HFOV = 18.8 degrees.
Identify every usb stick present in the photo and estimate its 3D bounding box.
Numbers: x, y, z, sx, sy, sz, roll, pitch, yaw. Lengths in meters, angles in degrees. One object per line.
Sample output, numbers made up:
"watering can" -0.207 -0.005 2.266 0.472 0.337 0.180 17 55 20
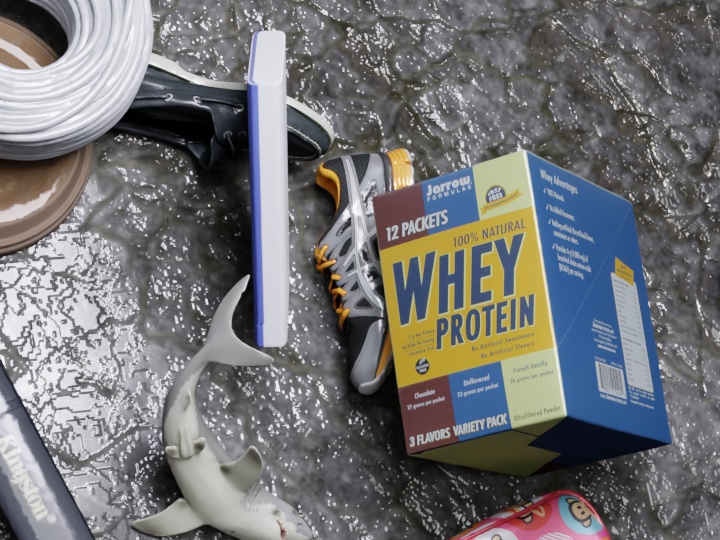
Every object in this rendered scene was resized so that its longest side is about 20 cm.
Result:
"usb stick" -0.246 0.144 1.570 0.055 0.033 0.201 -26 85 -29

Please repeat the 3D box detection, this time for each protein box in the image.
"protein box" 0.125 0.039 1.663 0.198 0.134 0.201 18 60 -58

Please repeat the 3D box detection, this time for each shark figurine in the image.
"shark figurine" -0.114 0.112 1.603 0.128 0.215 0.090 -8 33 2

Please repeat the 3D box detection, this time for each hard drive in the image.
"hard drive" -0.067 -0.062 1.612 0.025 0.132 0.201 -1 112 -1

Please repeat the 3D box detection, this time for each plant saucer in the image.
"plant saucer" -0.294 -0.108 1.636 0.199 0.029 0.201 7 71 -21

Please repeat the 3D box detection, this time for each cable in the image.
"cable" -0.253 -0.180 1.612 0.199 0.069 0.201 1 70 -13

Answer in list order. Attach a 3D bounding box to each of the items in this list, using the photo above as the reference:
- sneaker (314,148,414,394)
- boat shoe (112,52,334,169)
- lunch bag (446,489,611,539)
"sneaker" 0.000 0.000 1.711 0.077 0.078 0.201 4 69 -5
"boat shoe" -0.120 -0.112 1.685 0.199 0.075 0.066 21 60 -14
"lunch bag" 0.131 0.284 1.663 0.176 0.082 0.201 -22 83 -28
